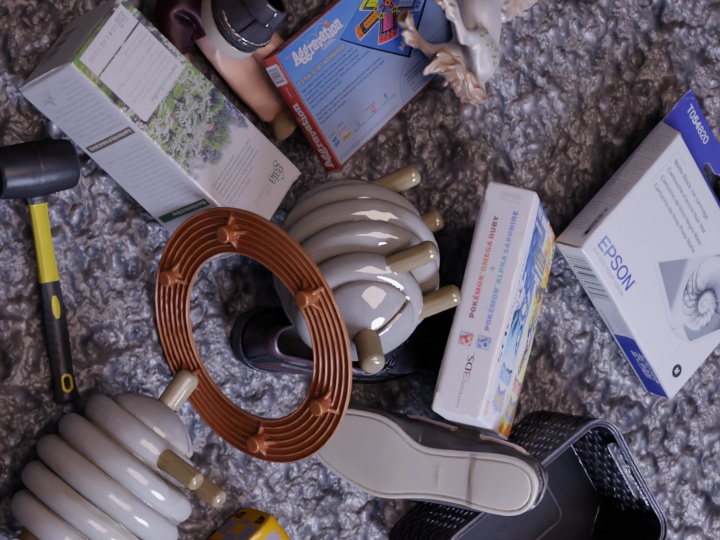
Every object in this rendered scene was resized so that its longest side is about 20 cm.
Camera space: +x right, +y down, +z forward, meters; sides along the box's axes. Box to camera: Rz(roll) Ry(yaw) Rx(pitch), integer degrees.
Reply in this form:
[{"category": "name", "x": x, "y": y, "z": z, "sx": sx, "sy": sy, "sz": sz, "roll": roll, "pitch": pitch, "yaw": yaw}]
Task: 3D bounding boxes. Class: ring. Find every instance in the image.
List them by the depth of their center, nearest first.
[{"category": "ring", "x": -0.086, "y": 0.051, "z": 1.369, "sx": 0.019, "sy": 0.200, "sz": 0.201, "roll": -23, "pitch": 102, "yaw": -46}]

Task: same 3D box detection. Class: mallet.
[{"category": "mallet", "x": -0.226, "y": -0.002, "z": 1.387, "sx": 0.066, "sy": 0.041, "sz": 0.200, "roll": -20, "pitch": 105, "yaw": -29}]

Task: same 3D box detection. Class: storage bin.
[{"category": "storage bin", "x": 0.142, "y": 0.224, "z": 1.551, "sx": 0.200, "sy": 0.094, "sz": 0.135, "roll": -36, "pitch": 107, "yaw": -22}]

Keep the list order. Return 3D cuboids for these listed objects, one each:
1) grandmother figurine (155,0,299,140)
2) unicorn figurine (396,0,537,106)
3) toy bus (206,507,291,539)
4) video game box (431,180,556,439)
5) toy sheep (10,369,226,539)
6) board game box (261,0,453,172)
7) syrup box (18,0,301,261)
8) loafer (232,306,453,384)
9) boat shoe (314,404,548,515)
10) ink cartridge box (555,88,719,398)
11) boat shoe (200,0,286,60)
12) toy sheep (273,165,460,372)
[{"category": "grandmother figurine", "x": -0.111, "y": -0.198, "z": 1.430, "sx": 0.200, "sy": 0.061, "sz": 0.121, "roll": 43, "pitch": 57, "yaw": -24}, {"category": "unicorn figurine", "x": 0.099, "y": -0.223, "z": 1.531, "sx": 0.137, "sy": 0.074, "sz": 0.200, "roll": 34, "pitch": 70, "yaw": -37}, {"category": "toy bus", "x": -0.053, "y": 0.290, "z": 1.465, "sx": 0.078, "sy": 0.065, "sz": 0.200, "roll": -42, "pitch": 108, "yaw": -23}, {"category": "video game box", "x": 0.111, "y": 0.038, "z": 1.484, "sx": 0.047, "sy": 0.200, "sz": 0.182, "roll": 15, "pitch": 84, "yaw": 13}, {"category": "toy sheep", "x": -0.180, "y": 0.159, "z": 1.357, "sx": 0.138, "sy": 0.138, "sz": 0.200, "roll": 43, "pitch": 77, "yaw": -22}, {"category": "board game box", "x": 0.006, "y": -0.172, "z": 1.475, "sx": 0.200, "sy": 0.019, "sz": 0.103, "roll": -46, "pitch": 113, "yaw": -42}, {"category": "syrup box", "x": -0.148, "y": -0.103, "z": 1.389, "sx": 0.200, "sy": 0.081, "sz": 0.079, "roll": 45, "pitch": 55, "yaw": -22}, {"category": "loafer", "x": -0.002, "y": 0.059, "z": 1.488, "sx": 0.200, "sy": 0.063, "sz": 0.072, "roll": -1, "pitch": 92, "yaw": -28}, {"category": "boat shoe", "x": 0.055, "y": 0.153, "z": 1.484, "sx": 0.057, "sy": 0.200, "sz": 0.067, "roll": -10, "pitch": 113, "yaw": -70}, {"category": "ink cartridge box", "x": 0.283, "y": -0.023, "z": 1.627, "sx": 0.200, "sy": 0.041, "sz": 0.200, "roll": -49, "pitch": 125, "yaw": -19}, {"category": "boat shoe", "x": -0.080, "y": -0.254, "z": 1.404, "sx": 0.073, "sy": 0.063, "sz": 0.200, "roll": 24, "pitch": 51, "yaw": -36}, {"category": "toy sheep", "x": 0.000, "y": 0.000, "z": 1.391, "sx": 0.138, "sy": 0.200, "sz": 0.138, "roll": -3, "pitch": 127, "yaw": -4}]
